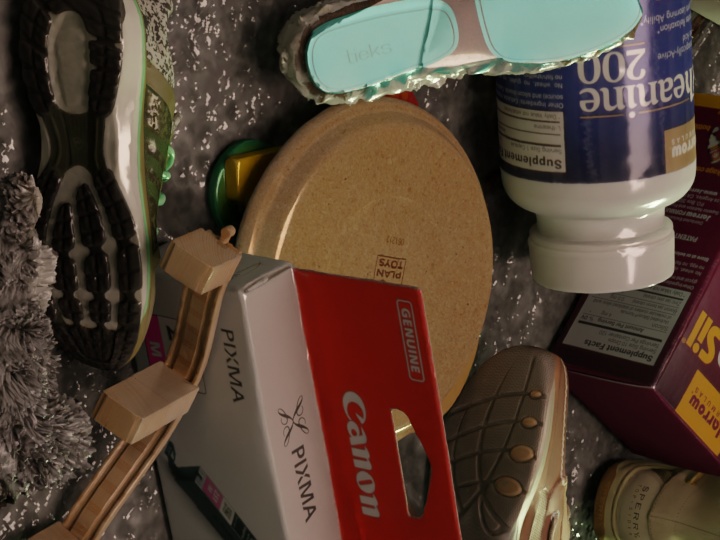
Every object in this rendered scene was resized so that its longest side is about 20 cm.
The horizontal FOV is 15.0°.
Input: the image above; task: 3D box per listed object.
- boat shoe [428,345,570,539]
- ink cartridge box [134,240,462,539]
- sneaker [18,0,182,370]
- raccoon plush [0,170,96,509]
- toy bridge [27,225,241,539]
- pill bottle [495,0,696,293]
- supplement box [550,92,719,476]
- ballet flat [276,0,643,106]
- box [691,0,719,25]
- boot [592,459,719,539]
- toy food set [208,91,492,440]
[{"bbox_3d":[0.083,0.139,1.565,0.072,0.076,0.201,3,105,-49],"label":"boat shoe"},{"bbox_3d":[-0.032,0.094,1.361,0.043,0.173,0.201,-28,117,-40],"label":"ink cartridge box"},{"bbox_3d":[-0.111,-0.051,1.332,0.088,0.077,0.201,-18,115,-54],"label":"sneaker"},{"bbox_3d":[-0.167,0.036,1.221,0.096,0.200,0.135,-7,105,-11],"label":"raccoon plush"},{"bbox_3d":[-0.103,0.062,1.329,0.201,0.027,0.067,-62,165,22],"label":"toy bridge"},{"bbox_3d":[0.131,-0.094,1.532,0.111,0.111,0.201,-18,111,-41],"label":"pill bottle"},{"bbox_3d":[0.211,0.008,1.651,0.110,0.085,0.201,45,67,-41],"label":"supplement box"},{"bbox_3d":[0.047,-0.133,1.436,0.199,0.072,0.072,-10,107,-17],"label":"ballet flat"},{"bbox_3d":[0.282,-0.188,1.600,0.078,0.199,0.095,23,83,-45],"label":"box"},{"bbox_3d":[0.259,0.156,1.679,0.199,0.155,0.073,7,94,-47],"label":"boot"},{"bbox_3d":[0.000,0.000,1.464,0.199,0.049,0.199,-13,107,-43],"label":"toy food set"}]
